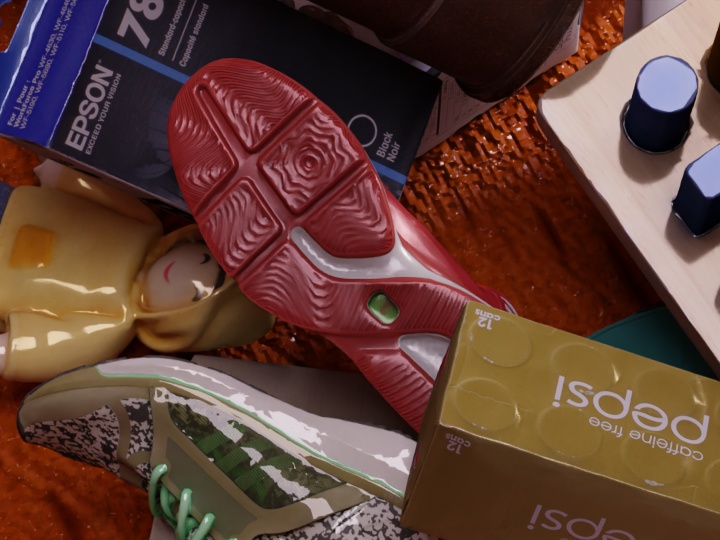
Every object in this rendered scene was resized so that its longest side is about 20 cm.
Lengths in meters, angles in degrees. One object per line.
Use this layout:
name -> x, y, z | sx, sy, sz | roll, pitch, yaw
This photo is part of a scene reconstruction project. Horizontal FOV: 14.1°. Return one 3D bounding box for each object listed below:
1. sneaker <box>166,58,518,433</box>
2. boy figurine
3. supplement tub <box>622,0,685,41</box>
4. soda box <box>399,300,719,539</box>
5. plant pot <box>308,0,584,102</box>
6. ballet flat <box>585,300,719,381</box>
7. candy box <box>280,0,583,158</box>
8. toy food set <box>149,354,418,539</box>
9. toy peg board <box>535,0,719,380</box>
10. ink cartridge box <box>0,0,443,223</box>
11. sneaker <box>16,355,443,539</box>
sneaker -> 0.000, 0.000, 1.210 | 0.078, 0.116, 0.200 | -39, 83, 3
boy figurine -> -0.136, 0.000, 1.282 | 0.199, 0.065, 0.125 | 16, 54, 10
supplement tub -> 0.218, -0.080, 1.282 | 0.198, 0.146, 0.146 | 2, 61, 1
soda box -> 0.120, 0.084, 1.102 | 0.199, 0.064, 0.068 | 17, 45, -1
plant pot -> -0.006, -0.193, 1.195 | 0.197, 0.200, 0.202 | 17, 60, -17
ballet flat -> 0.166, 0.038, 1.253 | 0.199, 0.074, 0.075 | -26, 59, 23
candy box -> -0.022, -0.126, 1.346 | 0.199, 0.072, 0.168 | -34, 67, -17
toy food set -> -0.016, 0.127, 1.224 | 0.142, 0.061, 0.201 | 7, 53, 4
toy peg board -> 0.206, -0.053, 1.147 | 0.198, 0.098, 0.201 | -32, 75, -10
ink cartridge box -> -0.069, -0.074, 1.225 | 0.199, 0.039, 0.100 | 22, 85, -22
sneaker -> -0.052, 0.096, 1.167 | 0.199, 0.077, 0.089 | 15, 62, 12
